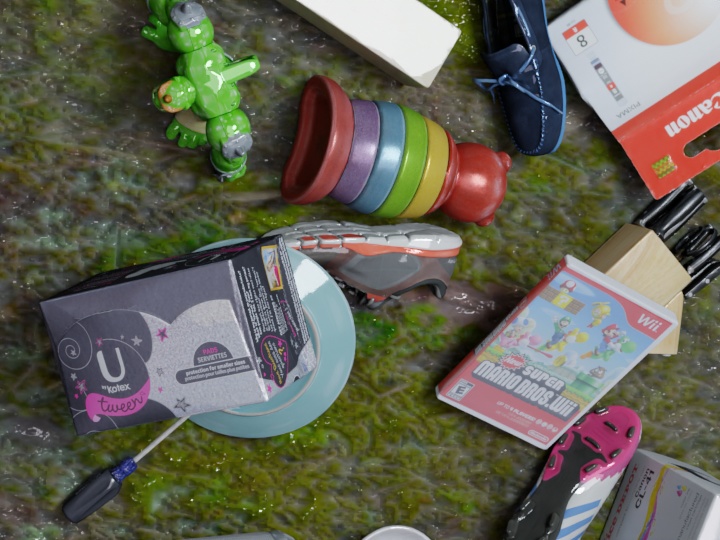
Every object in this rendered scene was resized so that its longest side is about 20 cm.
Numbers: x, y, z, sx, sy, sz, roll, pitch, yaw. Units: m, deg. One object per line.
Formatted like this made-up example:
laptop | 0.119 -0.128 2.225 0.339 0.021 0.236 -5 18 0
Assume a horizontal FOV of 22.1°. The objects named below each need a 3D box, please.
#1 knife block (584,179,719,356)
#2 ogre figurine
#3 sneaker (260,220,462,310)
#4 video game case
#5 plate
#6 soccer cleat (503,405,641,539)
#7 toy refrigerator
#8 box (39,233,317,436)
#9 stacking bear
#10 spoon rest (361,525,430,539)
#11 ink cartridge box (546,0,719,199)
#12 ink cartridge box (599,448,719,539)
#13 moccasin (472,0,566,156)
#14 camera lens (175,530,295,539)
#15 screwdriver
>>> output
knife block | 0.265 -0.008 1.812 0.199 0.064 0.177 2 96 -16
ogre figurine | -0.142 -0.174 1.644 0.098 0.120 0.201 -4 98 -15
sneaker | 0.000 0.000 1.735 0.199 0.077 0.082 1 105 -15
video game case | 0.187 0.082 1.762 0.143 0.017 0.200 27 122 -27
plate | -0.104 0.068 1.704 0.199 0.026 0.201 1 110 2
soccer cleat | 0.210 0.221 1.834 0.200 0.070 0.086 -48 149 -19
toy refrigerator | -0.011 -0.251 1.695 0.199 0.076 0.070 31 88 -17
box | -0.160 0.059 1.621 0.199 0.115 0.133 -11 98 25
stacking bear | 0.044 -0.098 1.718 0.199 0.114 0.122 13 94 -22
spoon rest | 0.063 0.336 1.804 0.099 0.061 0.200 -40 107 -8
ink cartridge box | 0.291 -0.190 1.750 0.162 0.050 0.201 -33 87 15
ink cartridge box | 0.313 0.272 1.793 0.085 0.200 0.148 21 91 -17
moccasin | 0.139 -0.205 1.742 0.068 0.080 0.201 -13 90 -45
camera lens | -0.142 0.326 1.692 0.199 0.160 0.161 -3 98 -15
screwdriver | -0.198 0.165 1.703 0.200 0.029 0.028 -41 82 9
